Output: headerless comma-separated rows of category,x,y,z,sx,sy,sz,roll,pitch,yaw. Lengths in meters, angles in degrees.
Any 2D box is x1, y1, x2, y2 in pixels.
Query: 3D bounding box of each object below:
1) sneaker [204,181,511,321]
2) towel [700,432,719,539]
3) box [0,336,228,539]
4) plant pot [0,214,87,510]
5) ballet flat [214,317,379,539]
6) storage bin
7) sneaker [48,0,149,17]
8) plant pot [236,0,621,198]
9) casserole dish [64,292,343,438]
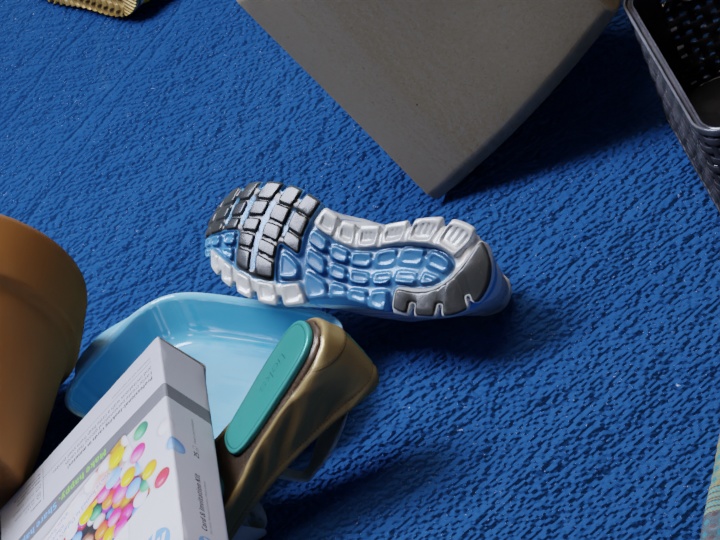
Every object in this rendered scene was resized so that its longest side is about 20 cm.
sneaker,0.000,0.000,1.619,0.200,0.087,0.075,13,83,26
towel,0.258,0.073,1.398,0.146,0.022,0.200,-10,38,25
box,-0.139,0.152,1.485,0.156,0.041,0.200,-47,28,20
plant pot,-0.267,0.068,1.612,0.200,0.200,0.140,-14,55,19
ballet flat,-0.062,0.118,1.508,0.200,0.063,0.069,-50,29,13
storage bin,0.253,-0.116,1.601,0.135,0.094,0.200,-24,33,3
sneaker,-0.209,-0.260,2.154,0.090,0.075,0.200,-34,39,-27
plant pot,0.068,-0.207,1.708,0.177,0.200,0.200,-31,25,36
casserole dish,-0.090,0.070,1.628,0.200,0.039,0.121,7,45,42
